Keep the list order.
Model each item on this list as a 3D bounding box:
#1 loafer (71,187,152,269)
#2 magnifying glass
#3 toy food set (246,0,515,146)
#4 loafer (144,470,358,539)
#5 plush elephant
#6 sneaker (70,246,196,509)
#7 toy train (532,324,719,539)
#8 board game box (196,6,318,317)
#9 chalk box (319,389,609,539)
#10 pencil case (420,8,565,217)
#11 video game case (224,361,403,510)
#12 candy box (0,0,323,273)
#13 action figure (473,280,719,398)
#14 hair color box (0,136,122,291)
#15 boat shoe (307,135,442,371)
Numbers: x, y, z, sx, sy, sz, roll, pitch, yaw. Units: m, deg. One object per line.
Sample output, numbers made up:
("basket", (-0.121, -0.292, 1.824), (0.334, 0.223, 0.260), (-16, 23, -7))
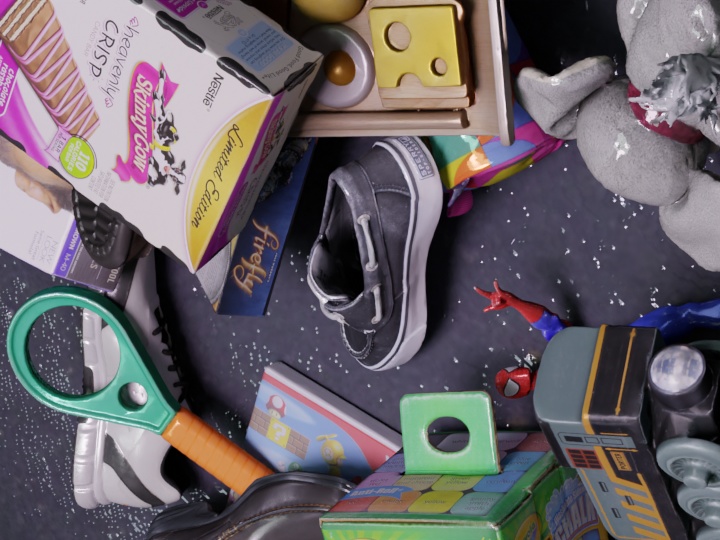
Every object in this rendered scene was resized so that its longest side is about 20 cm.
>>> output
("loafer", (-0.114, -0.095, 1.362), (0.073, 0.071, 0.202), (23, 100, 53))
("magnifying glass", (-0.139, 0.085, 1.475), (0.199, 0.022, 0.080), (36, 107, -5))
("toy food set", (-0.011, -0.136, 1.236), (0.199, 0.060, 0.145), (2, 106, 31))
("loafer", (-0.067, 0.182, 1.452), (0.199, 0.073, 0.073), (-24, 120, 41))
("plush elephant", (0.176, -0.096, 1.194), (0.165, 0.200, 0.155), (49, 143, 4))
("sneaker", (-0.143, 0.064, 1.517), (0.079, 0.074, 0.202), (7, 108, 9))
("toy train", (0.166, 0.098, 1.246), (0.113, 0.200, 0.086), (4, 61, 23))
("board game box", (-0.066, -0.093, 1.387), (0.136, 0.034, 0.201), (-122, 43, -52))
("chalk box", (0.066, 0.169, 1.343), (0.124, 0.124, 0.201), (-4, 109, 34))
("pencil case", (0.041, -0.137, 1.315), (0.088, 0.088, 0.201), (-26, 87, 37))
("video game case", (-0.028, 0.178, 1.492), (0.142, 0.017, 0.201), (30, 118, 25))
("candy box", (-0.134, -0.111, 1.256), (0.199, 0.061, 0.137), (34, 129, 9))
("action figure", (0.143, 0.038, 1.285), (0.199, 0.099, 0.066), (-19, 60, 39))
("hair color box", (-0.222, -0.074, 1.478), (0.199, 0.065, 0.110), (24, 94, 37))
("boat shoe", (0.000, 0.000, 1.346), (0.072, 0.067, 0.201), (55, 156, 25))
